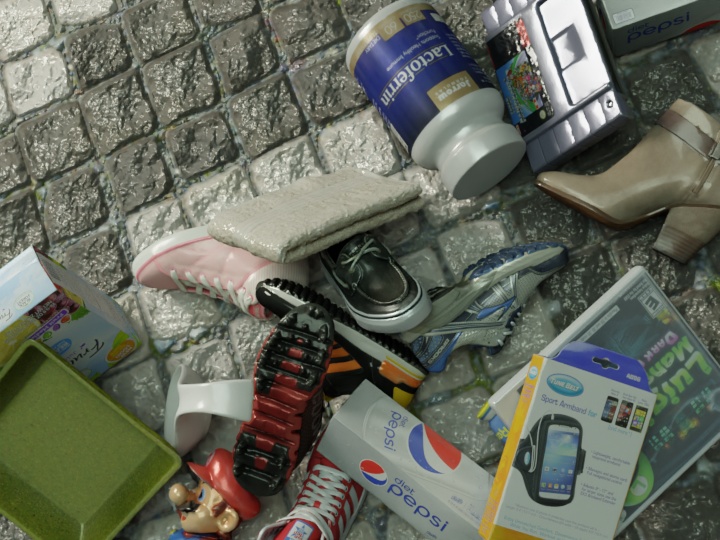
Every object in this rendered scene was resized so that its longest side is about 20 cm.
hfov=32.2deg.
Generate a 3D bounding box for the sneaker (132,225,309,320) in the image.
[{"bbox_3d":[-0.147,0.009,1.346,0.198,0.075,0.106,-14,68,5],"label":"sneaker"}]

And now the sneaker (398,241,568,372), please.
[{"bbox_3d":[0.132,0.037,1.283,0.199,0.077,0.086,-28,100,-9],"label":"sneaker"}]

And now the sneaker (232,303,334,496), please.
[{"bbox_3d":[-0.069,0.122,1.249,0.070,0.098,0.202,21,104,12],"label":"sneaker"}]

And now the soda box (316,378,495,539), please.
[{"bbox_3d":[0.057,0.201,1.227,0.199,0.069,0.063,37,49,10],"label":"soda box"}]

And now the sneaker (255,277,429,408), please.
[{"bbox_3d":[-0.033,0.086,1.282,0.199,0.070,0.091,30,98,-2],"label":"sneaker"}]

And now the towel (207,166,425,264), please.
[{"bbox_3d":[-0.043,-0.061,1.283,0.199,0.035,0.132,-24,27,-33],"label":"towel"}]

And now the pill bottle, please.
[{"bbox_3d":[0.081,-0.180,1.323,0.115,0.116,0.201,-36,71,2],"label":"pill bottle"}]

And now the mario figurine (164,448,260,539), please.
[{"bbox_3d":[-0.184,0.272,1.267,0.123,0.106,0.202,22,86,30],"label":"mario figurine"}]

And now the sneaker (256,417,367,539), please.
[{"bbox_3d":[-0.045,0.236,1.243,0.070,0.113,0.202,14,79,16],"label":"sneaker"}]

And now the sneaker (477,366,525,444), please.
[{"bbox_3d":[0.213,0.109,1.242,0.199,0.074,0.083,-38,80,1],"label":"sneaker"}]

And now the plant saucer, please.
[{"bbox_3d":[-0.308,0.185,1.295,0.200,0.048,0.200,40,114,-8],"label":"plant saucer"}]

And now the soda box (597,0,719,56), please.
[{"bbox_3d":[0.350,-0.296,1.308,0.198,0.068,0.064,-18,71,7],"label":"soda box"}]

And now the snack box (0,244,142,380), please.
[{"bbox_3d":[-0.347,0.077,1.307,0.168,0.200,0.068,-37,67,2],"label":"snack box"}]

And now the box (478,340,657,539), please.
[{"bbox_3d":[0.196,0.169,1.162,0.118,0.041,0.202,18,87,-10],"label":"box"}]

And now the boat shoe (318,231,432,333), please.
[{"bbox_3d":[0.000,0.000,1.264,0.072,0.071,0.200,-35,33,-14],"label":"boat shoe"}]

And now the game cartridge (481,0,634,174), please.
[{"bbox_3d":[0.201,-0.217,1.314,0.129,0.038,0.202,-31,65,36],"label":"game cartridge"}]

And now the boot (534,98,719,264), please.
[{"bbox_3d":[0.295,-0.105,1.268,0.198,0.070,0.147,27,94,1],"label":"boot"}]

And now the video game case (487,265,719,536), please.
[{"bbox_3d":[0.251,0.129,1.200,0.200,0.023,0.182,-41,99,-7],"label":"video game case"}]

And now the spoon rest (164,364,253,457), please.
[{"bbox_3d":[-0.171,0.138,1.271,0.060,0.200,0.101,10,74,-25],"label":"spoon rest"}]
